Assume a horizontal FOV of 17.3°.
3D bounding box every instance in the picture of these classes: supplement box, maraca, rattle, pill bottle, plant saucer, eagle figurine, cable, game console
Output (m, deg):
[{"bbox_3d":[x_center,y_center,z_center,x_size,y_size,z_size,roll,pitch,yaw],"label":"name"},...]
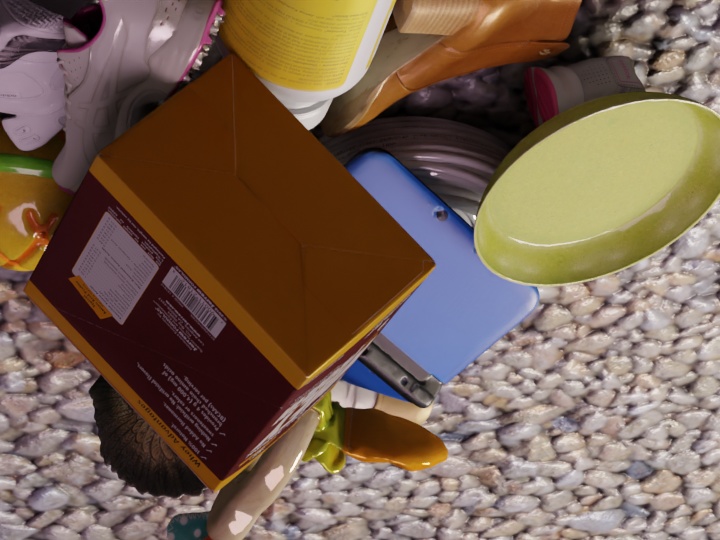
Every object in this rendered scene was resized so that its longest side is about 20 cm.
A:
[{"bbox_3d":[-0.092,0.006,1.578,0.197,0.133,0.200,46,146,5],"label":"supplement box"},{"bbox_3d":[-0.264,-0.057,1.697,0.200,0.107,0.137,7,159,-2],"label":"maraca"},{"bbox_3d":[-0.052,0.179,1.837,0.143,0.130,0.200,25,98,-29],"label":"rattle"},{"bbox_3d":[-0.034,-0.182,1.553,0.112,0.112,0.200,6,142,-15],"label":"pill bottle"},{"bbox_3d":[0.169,-0.063,1.679,0.200,0.031,0.200,-15,146,-10],"label":"plant saucer"},{"bbox_3d":[-0.137,0.073,1.818,0.151,0.200,0.152,-14,102,-3],"label":"eagle figurine"},{"bbox_3d":[0.037,-0.040,1.793,0.200,0.069,0.200,-8,144,6],"label":"cable"},{"bbox_3d":[0.000,0.000,1.756,0.200,0.118,0.171,41,165,-30],"label":"game console"}]

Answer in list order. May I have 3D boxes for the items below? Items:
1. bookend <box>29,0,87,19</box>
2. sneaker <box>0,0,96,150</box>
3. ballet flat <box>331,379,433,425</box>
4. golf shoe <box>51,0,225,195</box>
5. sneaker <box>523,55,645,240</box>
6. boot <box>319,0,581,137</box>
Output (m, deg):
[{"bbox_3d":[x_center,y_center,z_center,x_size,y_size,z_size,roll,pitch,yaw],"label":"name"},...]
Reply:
[{"bbox_3d":[-0.250,-0.221,1.483,0.200,0.092,0.199,23,133,-33],"label":"bookend"},{"bbox_3d":[-0.269,-0.134,1.613,0.200,0.075,0.115,-11,138,1],"label":"sneaker"},{"bbox_3d":[-0.040,0.092,1.895,0.200,0.069,0.063,10,-177,27],"label":"ballet flat"},{"bbox_3d":[-0.168,-0.130,1.569,0.091,0.075,0.200,30,131,-13],"label":"golf shoe"},{"bbox_3d":[0.172,-0.088,1.736,0.088,0.081,0.200,-17,154,-6],"label":"sneaker"},{"bbox_3d":[0.064,-0.150,1.652,0.144,0.071,0.201,-1,156,-26],"label":"boot"}]
